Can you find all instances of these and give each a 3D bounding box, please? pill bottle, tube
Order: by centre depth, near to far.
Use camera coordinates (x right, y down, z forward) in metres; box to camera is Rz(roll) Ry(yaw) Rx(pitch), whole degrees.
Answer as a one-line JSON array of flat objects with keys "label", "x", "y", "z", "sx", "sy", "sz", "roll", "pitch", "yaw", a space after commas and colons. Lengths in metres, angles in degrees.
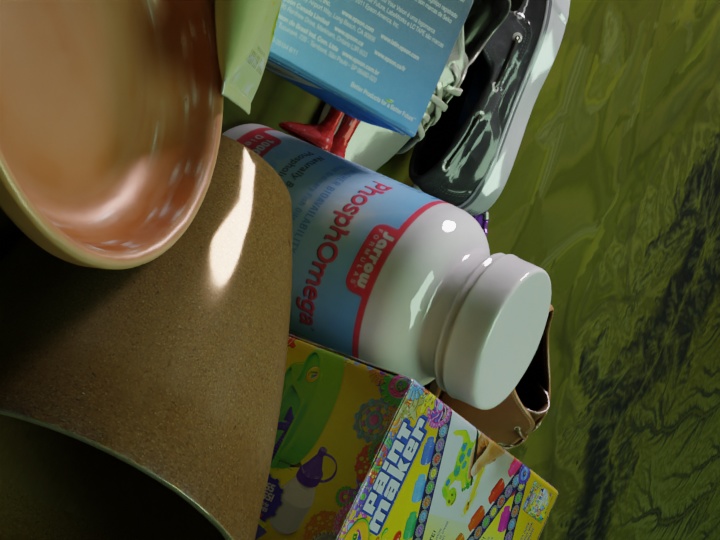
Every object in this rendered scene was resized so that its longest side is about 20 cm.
[{"label": "tube", "x": -0.048, "y": -0.179, "z": 0.974, "sx": 0.058, "sy": 0.052, "sz": 0.201, "roll": 10, "pitch": 86, "yaw": -42}, {"label": "pill bottle", "x": 0.000, "y": 0.000, "z": 1.118, "sx": 0.109, "sy": 0.200, "sz": 0.109, "roll": -45, "pitch": 148, "yaw": -38}]

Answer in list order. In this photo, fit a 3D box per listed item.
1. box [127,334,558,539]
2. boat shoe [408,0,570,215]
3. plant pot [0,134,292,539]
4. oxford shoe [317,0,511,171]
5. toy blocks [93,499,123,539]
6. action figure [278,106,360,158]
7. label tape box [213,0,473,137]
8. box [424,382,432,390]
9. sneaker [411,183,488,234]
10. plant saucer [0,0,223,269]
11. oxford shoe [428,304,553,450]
[{"label": "box", "x": -0.031, "y": 0.115, "z": 1.116, "sx": 0.193, "sy": 0.200, "sz": 0.122, "roll": 40, "pitch": 73, "yaw": -52}, {"label": "boat shoe", "x": 0.078, "y": -0.138, "z": 1.323, "sx": 0.066, "sy": 0.070, "sz": 0.201, "roll": 23, "pitch": 85, "yaw": -38}, {"label": "plant pot", "x": -0.111, "y": 0.033, "z": 0.989, "sx": 0.187, "sy": 0.186, "sz": 0.200, "roll": 76, "pitch": 30, "yaw": -54}, {"label": "oxford shoe", "x": 0.030, "y": -0.114, "z": 1.250, "sx": 0.200, "sy": 0.058, "sz": 0.075, "roll": -56, "pitch": 156, "yaw": -16}, {"label": "toy blocks", "x": -0.185, "y": 0.227, "z": 1.073, "sx": 0.136, "sy": 0.100, "sz": 0.200, "roll": -18, "pitch": 134, "yaw": -23}, {"label": "action figure", "x": 0.013, "y": -0.161, "z": 1.182, "sx": 0.200, "sy": 0.052, "sz": 0.065, "roll": -60, "pitch": 159, "yaw": -5}, {"label": "label tape box", "x": 0.007, "y": -0.192, "z": 1.078, "sx": 0.144, "sy": 0.063, "sz": 0.201, "roll": 25, "pitch": 89, "yaw": -47}, {"label": "box", "x": 0.013, "y": 0.076, "z": 1.306, "sx": 0.106, "sy": 0.122, "sz": 0.200, "roll": -40, "pitch": 146, "yaw": -41}, {"label": "sneaker", "x": 0.068, "y": -0.001, "z": 1.397, "sx": 0.081, "sy": 0.083, "sz": 0.201, "roll": -9, "pitch": 119, "yaw": -62}, {"label": "plant saucer", "x": -0.127, "y": -0.099, "z": 0.891, "sx": 0.200, "sy": 0.037, "sz": 0.201, "roll": 19, "pitch": 68, "yaw": -59}, {"label": "oxford shoe", "x": 0.077, "y": 0.090, "z": 1.221, "sx": 0.071, "sy": 0.071, "sz": 0.200, "roll": -39, "pitch": 145, "yaw": -43}]
